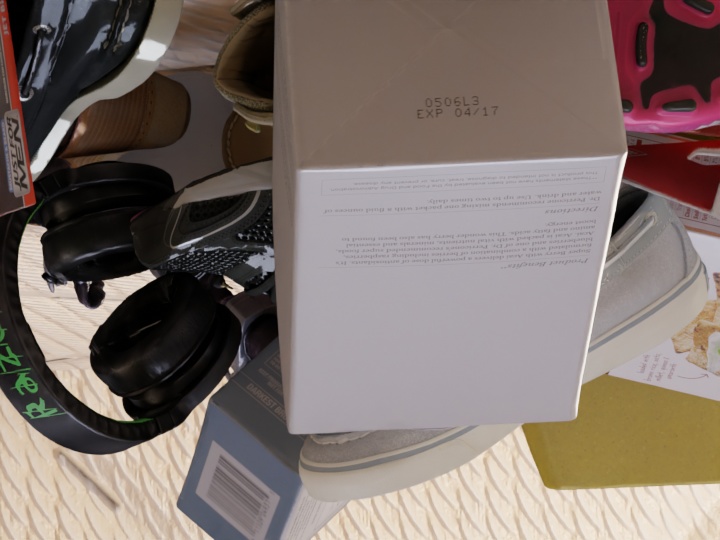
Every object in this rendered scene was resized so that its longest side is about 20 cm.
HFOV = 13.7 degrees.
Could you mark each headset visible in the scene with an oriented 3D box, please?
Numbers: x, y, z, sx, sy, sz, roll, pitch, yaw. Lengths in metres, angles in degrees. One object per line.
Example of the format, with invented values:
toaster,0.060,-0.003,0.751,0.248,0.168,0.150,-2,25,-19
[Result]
headset,-0.109,0.011,1.352,0.094,0.124,0.200,-23,-176,37

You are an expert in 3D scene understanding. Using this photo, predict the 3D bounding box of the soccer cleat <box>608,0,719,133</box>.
soccer cleat,0.155,-0.090,1.265,0.200,0.070,0.086,-2,174,-3

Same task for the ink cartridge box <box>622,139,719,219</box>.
ink cartridge box,0.213,-0.045,1.306,0.176,0.045,0.200,26,-160,35

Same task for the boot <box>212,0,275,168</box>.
boot,-0.017,-0.078,1.310,0.200,0.072,0.155,-13,169,37

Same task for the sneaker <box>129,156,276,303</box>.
sneaker,0.000,0.000,1.317,0.200,0.087,0.080,1,166,-25

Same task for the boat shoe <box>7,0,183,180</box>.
boat shoe,-0.140,-0.083,1.191,0.066,0.075,0.199,16,161,-26

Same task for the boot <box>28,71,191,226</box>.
boot,-0.188,-0.074,1.372,0.166,0.073,0.200,9,167,-27

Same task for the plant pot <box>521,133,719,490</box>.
plant pot,0.163,0.018,1.594,0.200,0.177,0.200,-3,-175,7

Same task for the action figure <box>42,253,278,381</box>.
action figure,-0.090,-0.015,1.502,0.130,0.200,0.069,-34,148,-29

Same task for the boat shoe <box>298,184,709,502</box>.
boat shoe,0.053,0.026,1.283,0.201,0.072,0.070,-30,-158,-13

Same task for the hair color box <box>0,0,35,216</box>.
hair color box,-0.230,-0.065,1.130,0.200,0.111,0.064,-4,-172,21

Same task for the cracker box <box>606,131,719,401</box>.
cracker box,0.195,0.009,1.433,0.200,0.058,0.134,14,146,2

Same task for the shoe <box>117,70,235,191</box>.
shoe,-0.027,-0.059,1.470,0.200,0.072,0.091,-8,167,13

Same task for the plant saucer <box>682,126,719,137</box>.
plant saucer,0.250,-0.089,1.399,0.199,0.037,0.200,-5,178,21

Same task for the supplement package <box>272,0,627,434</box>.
supplement package,0.028,-0.036,1.159,0.121,0.120,0.200,-3,149,-5

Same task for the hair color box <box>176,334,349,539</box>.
hair color box,0.006,0.044,1.407,0.200,0.061,0.099,-42,164,-33
